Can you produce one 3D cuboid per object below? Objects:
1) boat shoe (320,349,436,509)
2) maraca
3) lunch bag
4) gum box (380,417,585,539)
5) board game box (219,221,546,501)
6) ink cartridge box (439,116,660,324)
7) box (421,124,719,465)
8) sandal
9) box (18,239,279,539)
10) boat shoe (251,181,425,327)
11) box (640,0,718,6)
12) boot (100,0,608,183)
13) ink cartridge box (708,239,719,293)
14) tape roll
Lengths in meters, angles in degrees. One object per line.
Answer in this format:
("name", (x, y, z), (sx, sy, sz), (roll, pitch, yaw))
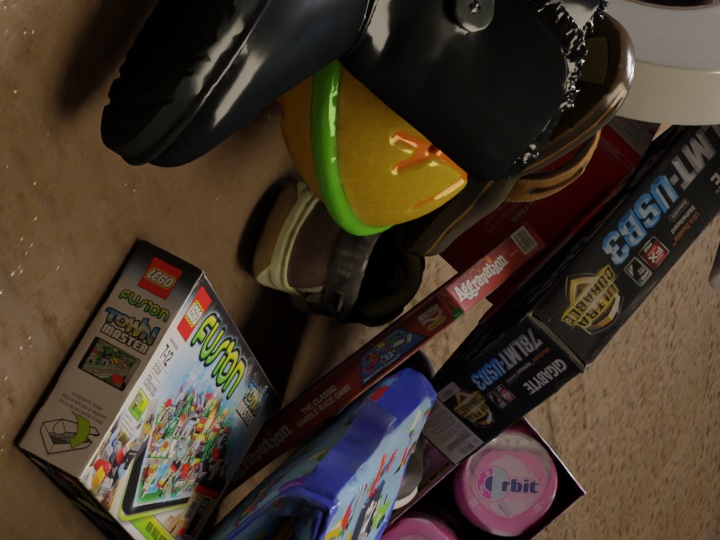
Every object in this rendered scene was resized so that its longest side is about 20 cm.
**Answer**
("boat shoe", (0.009, 0.088, 1.585), (0.200, 0.067, 0.057), (-52, 148, -77))
("maraca", (0.017, -0.112, 1.248), (0.137, 0.107, 0.201), (-36, 136, -56))
("lunch bag", (-0.036, 0.138, 1.421), (0.200, 0.094, 0.151), (-59, 171, 31))
("gum box", (0.030, 0.164, 1.616), (0.200, 0.066, 0.114), (-41, -175, -1))
("board game box", (0.004, 0.049, 1.439), (0.200, 0.019, 0.103), (-39, 178, 34))
("ink cartridge box", (0.102, -0.058, 1.532), (0.116, 0.067, 0.200), (-46, -177, 25))
("box", (0.126, 0.001, 1.498), (0.200, 0.050, 0.198), (-48, -177, -26))
("sandal", (0.080, -0.060, 1.317), (0.200, 0.054, 0.082), (-46, -145, 50))
("box", (-0.096, 0.070, 1.303), (0.110, 0.035, 0.200), (-60, 163, -12))
("boat shoe", (0.000, 0.000, 1.432), (0.073, 0.065, 0.200), (-65, 164, 6))
("box", (0.180, -0.180, 1.647), (0.075, 0.100, 0.200), (-62, 165, -5))
("boot", (0.006, -0.086, 1.137), (0.076, 0.168, 0.201), (-7, -132, 57))
("ink cartridge box", (0.274, -0.074, 1.488), (0.146, 0.084, 0.200), (-50, -169, 42))
("tape roll", (0.143, -0.151, 1.397), (0.203, 0.202, 0.037), (-47, 158, -44))
